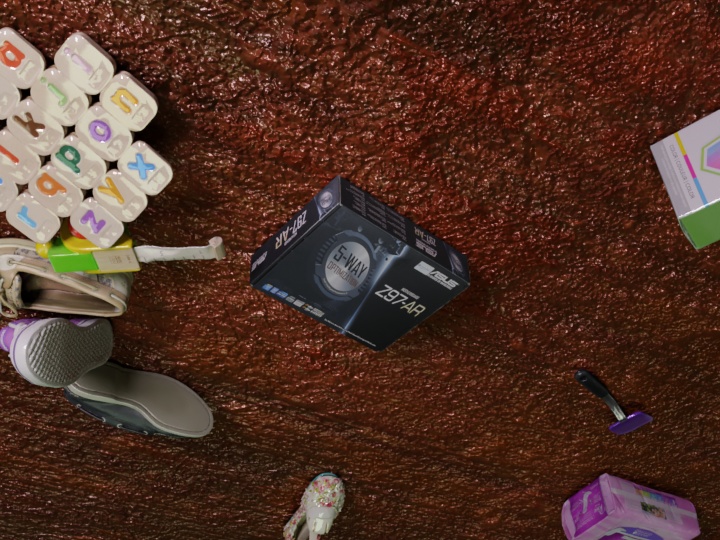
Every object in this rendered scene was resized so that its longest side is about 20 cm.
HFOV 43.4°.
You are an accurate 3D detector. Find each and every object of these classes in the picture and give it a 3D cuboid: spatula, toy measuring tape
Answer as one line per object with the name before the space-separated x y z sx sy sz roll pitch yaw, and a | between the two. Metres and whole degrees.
spatula | 0.344 0.183 1.249 0.056 0.021 0.199 -33 129 21
toy measuring tape | -0.235 -0.037 0.929 0.195 0.075 0.074 -4 139 1

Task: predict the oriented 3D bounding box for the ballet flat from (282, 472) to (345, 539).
ballet flat | -0.070 0.395 1.422 0.074 0.065 0.202 10 136 -14

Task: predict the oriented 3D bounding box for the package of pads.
package of pads | 0.434 0.402 1.457 0.197 0.077 0.121 20 132 -24

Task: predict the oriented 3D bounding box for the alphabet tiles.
alphabet tiles | -0.279 -0.117 0.838 0.195 0.015 0.200 39 114 -21

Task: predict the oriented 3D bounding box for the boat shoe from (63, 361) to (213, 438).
boat shoe | -0.287 0.175 1.156 0.196 0.076 0.066 20 136 -23

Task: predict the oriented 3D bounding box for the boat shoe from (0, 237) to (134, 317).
boat shoe | -0.348 0.013 0.980 0.195 0.064 0.074 1 139 -4

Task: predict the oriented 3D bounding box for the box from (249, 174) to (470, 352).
box | 0.000 0.000 1.006 0.198 0.044 0.160 30 129 -31

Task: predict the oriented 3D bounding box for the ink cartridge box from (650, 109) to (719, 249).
ink cartridge box | 0.389 -0.115 0.862 0.197 0.105 0.059 -27 135 24

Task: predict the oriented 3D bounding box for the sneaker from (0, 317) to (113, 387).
sneaker | -0.361 0.087 0.996 0.111 0.075 0.200 2 177 5
